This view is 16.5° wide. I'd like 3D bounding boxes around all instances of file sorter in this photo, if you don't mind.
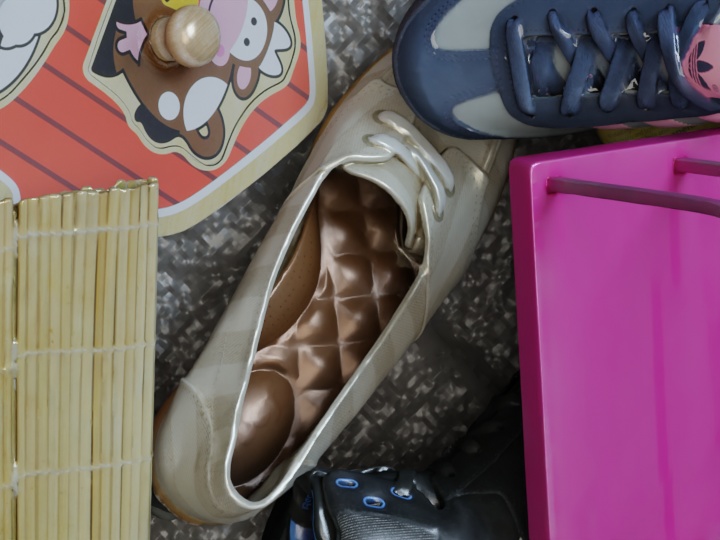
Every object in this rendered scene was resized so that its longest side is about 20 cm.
[{"bbox_3d":[0.164,0.028,0.748,0.199,0.125,0.140,-9,102,-26],"label":"file sorter"}]

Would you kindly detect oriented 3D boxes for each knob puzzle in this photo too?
[{"bbox_3d":[-0.073,-0.098,0.790,0.219,0.030,0.222,1,88,-46],"label":"knob puzzle"}]

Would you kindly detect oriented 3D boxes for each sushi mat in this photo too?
[{"bbox_3d":[-0.109,0.068,0.790,0.095,0.012,0.201,-9,118,-25],"label":"sushi mat"}]

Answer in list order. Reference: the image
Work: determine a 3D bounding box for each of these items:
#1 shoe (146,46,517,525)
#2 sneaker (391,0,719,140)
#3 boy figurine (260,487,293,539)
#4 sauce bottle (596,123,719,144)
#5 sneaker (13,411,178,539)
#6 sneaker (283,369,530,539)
[{"bbox_3d":[0.000,0.000,0.833,0.070,0.053,0.201,34,76,-12],"label":"shoe"},{"bbox_3d":[0.098,-0.075,0.769,0.199,0.082,0.071,-13,111,18],"label":"sneaker"},{"bbox_3d":[0.050,0.147,0.869,0.199,0.064,0.125,24,90,-7],"label":"boy figurine"},{"bbox_3d":[0.109,-0.062,0.853,0.064,0.065,0.201,-30,101,-4],"label":"sauce bottle"},{"bbox_3d":[-0.143,0.110,0.833,0.199,0.077,0.082,-35,106,-3],"label":"sneaker"},{"bbox_3d":[0.036,0.065,0.815,0.111,0.073,0.201,21,59,-12],"label":"sneaker"}]
